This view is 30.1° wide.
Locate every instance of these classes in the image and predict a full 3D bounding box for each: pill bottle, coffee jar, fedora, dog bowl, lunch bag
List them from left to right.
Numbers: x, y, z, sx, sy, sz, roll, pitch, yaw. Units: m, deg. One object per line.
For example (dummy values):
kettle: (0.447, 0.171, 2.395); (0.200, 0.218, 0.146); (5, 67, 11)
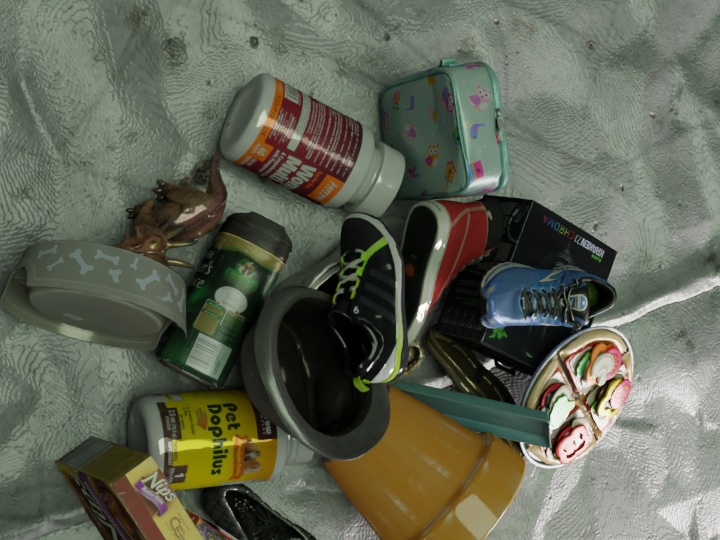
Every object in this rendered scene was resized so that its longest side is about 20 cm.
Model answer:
dog bowl: (-0.277, 0.026, 1.420); (0.200, 0.200, 0.059); (20, 68, -24)
pill bottle: (-0.156, 0.190, 1.522); (0.200, 0.109, 0.109); (-2, 93, -25)
coffee jar: (-0.153, 0.031, 1.521); (0.085, 0.104, 0.200); (28, 79, -9)
fedora: (-0.064, 0.120, 1.481); (0.177, 0.090, 0.200); (-38, 102, -47)
pill bottle: (-0.054, -0.139, 1.559); (0.200, 0.110, 0.110); (26, 81, -23)
lunch bag: (0.099, -0.165, 1.579); (0.077, 0.200, 0.161); (-7, 93, -27)

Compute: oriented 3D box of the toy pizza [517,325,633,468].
toy pizza: (0.278, 0.164, 1.678); (0.200, 0.032, 0.200); (-19, 124, -31)

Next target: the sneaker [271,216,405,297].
sneaker: (0.000, 0.000, 1.586); (0.200, 0.116, 0.074); (-35, 104, -21)

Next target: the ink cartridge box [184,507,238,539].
ink cartridge box: (-0.160, 0.313, 1.474); (0.109, 0.200, 0.050); (39, 76, -21)

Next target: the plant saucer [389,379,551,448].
plant saucer: (0.135, 0.172, 1.622); (0.070, 0.200, 0.019); (76, 31, -54)

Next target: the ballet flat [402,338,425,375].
ballet flat: (-0.011, 0.114, 1.612); (0.200, 0.064, 0.076); (-17, 101, -23)

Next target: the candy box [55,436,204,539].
candy box: (-0.249, 0.248, 1.431); (0.056, 0.200, 0.117); (-35, 105, -23)

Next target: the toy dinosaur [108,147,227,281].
toy dinosaur: (-0.199, -0.051, 1.480); (0.200, 0.135, 0.086); (-44, 108, -18)

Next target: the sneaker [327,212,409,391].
sneaker: (0.002, 0.031, 1.464); (0.083, 0.072, 0.200); (0, 75, -45)

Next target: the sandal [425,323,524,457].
sandal: (0.140, 0.156, 1.685); (0.200, 0.054, 0.080); (51, 29, -2)

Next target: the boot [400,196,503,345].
boot: (0.101, 0.005, 1.592); (0.144, 0.072, 0.200); (-8, 128, -44)

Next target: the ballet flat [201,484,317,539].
ballet flat: (-0.108, 0.315, 1.577); (0.200, 0.057, 0.067); (40, 76, -21)

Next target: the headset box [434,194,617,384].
headset box: (0.206, 0.032, 1.677); (0.174, 0.093, 0.200); (27, 80, -36)

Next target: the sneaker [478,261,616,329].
sneaker: (0.222, 0.029, 1.574); (0.200, 0.089, 0.079); (-8, 100, -35)

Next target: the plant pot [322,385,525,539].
plant pot: (0.063, 0.241, 1.594); (0.183, 0.200, 0.200); (41, 75, -4)
